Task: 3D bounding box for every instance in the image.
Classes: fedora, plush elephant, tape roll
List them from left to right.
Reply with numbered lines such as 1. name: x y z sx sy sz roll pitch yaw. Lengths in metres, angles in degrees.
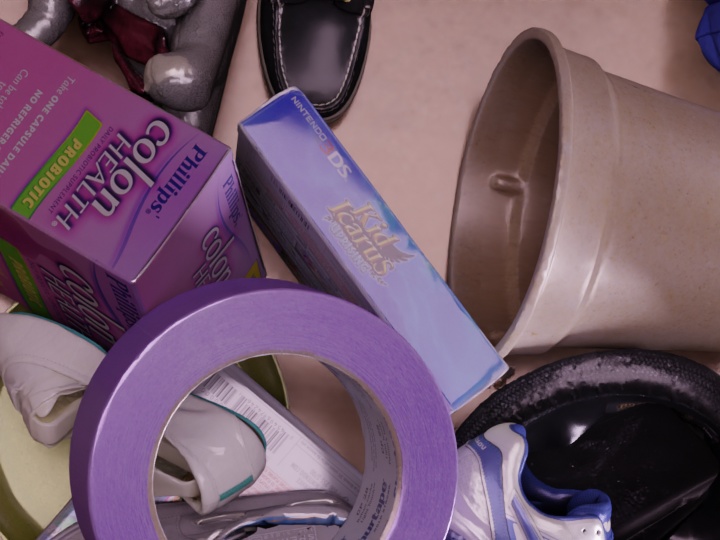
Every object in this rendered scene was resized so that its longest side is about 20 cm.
1. plush elephant: -0.149 -0.164 1.395 0.155 0.165 0.200 14 71 -1
2. tape roll: -0.052 0.106 1.248 0.200 0.066 0.200 -2 96 -16
3. fedora: 0.143 0.124 1.397 0.200 0.092 0.201 1 106 2

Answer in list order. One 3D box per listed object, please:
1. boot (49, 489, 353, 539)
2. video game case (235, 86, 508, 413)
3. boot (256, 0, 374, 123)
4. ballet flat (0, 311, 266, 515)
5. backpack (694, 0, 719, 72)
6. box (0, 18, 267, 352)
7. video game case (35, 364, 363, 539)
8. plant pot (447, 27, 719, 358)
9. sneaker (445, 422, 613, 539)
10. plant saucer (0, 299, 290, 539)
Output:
1. boot: -0.094 0.162 1.329 0.200 0.096 0.074 -13 88 -7
2. video game case: 0.000 0.000 1.369 0.045 0.181 0.200 -36 86 -10
3. boot: -0.021 -0.201 1.409 0.073 0.154 0.204 7 82 -3
4. ballet flat: -0.149 0.083 1.344 0.200 0.069 0.070 23 81 21
5. backpack: 0.316 -0.172 1.430 0.200 0.163 0.168 19 90 -14
6. box: -0.169 -0.040 1.338 0.200 0.176 0.097 29 71 15
7. video game case: -0.075 0.175 1.391 0.200 0.024 0.182 41 82 -3
8. plant pot: 0.170 -0.029 1.392 0.183 0.200 0.201 10 82 -13
9. sneaker: 0.121 0.173 1.324 0.088 0.075 0.200 -43 102 12
10. plant saucer: -0.143 0.095 1.423 0.200 0.031 0.200 1 82 -5
